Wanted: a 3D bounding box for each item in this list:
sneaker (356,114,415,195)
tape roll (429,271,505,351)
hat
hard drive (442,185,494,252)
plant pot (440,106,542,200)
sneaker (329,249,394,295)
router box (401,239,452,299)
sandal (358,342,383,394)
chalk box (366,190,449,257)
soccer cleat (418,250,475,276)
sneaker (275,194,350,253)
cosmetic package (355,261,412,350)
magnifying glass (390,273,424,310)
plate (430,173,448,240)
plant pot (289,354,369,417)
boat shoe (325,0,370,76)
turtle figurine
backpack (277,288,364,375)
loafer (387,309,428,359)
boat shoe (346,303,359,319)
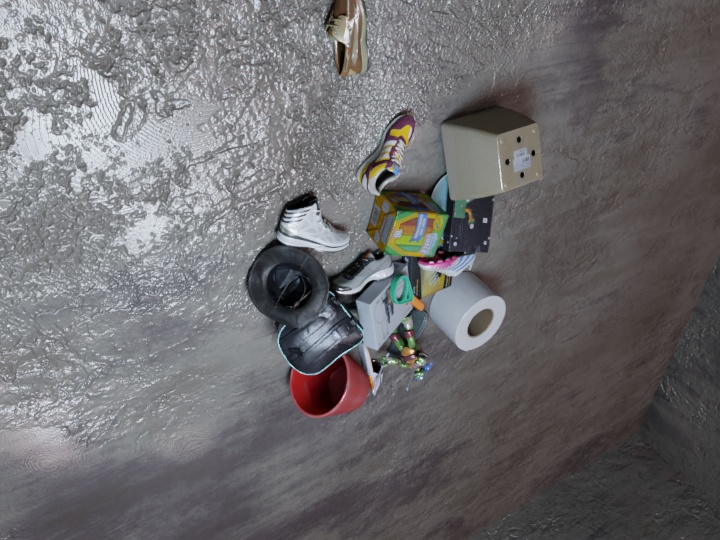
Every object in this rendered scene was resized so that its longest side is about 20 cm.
[{"bbox_3d":[0.077,-0.268,1.411,0.074,0.090,0.202,24,106,-45],"label":"sneaker"},{"bbox_3d":[0.333,0.125,1.865,0.200,0.139,0.206,-20,132,-23],"label":"tape roll"},{"bbox_3d":[-0.166,0.031,1.435,0.202,0.199,0.081,-54,179,11],"label":"hat"},{"bbox_3d":[0.294,-0.152,1.618,0.137,0.038,0.205,0,99,-28],"label":"hard drive"},{"bbox_3d":[0.340,-0.289,1.491,0.197,0.176,0.204,-20,111,-23],"label":"plant pot"},{"bbox_3d":[0.000,0.000,1.577,0.198,0.074,0.081,-27,126,-26],"label":"sneaker"},{"bbox_3d":[0.193,-0.021,1.712,0.155,0.052,0.203,-22,132,-24],"label":"router box"},{"bbox_3d":[0.040,0.295,1.813,0.058,0.079,0.210,-20,130,-14],"label":"sandal"},{"bbox_3d":[0.136,-0.118,1.524,0.196,0.124,0.127,1,121,-27],"label":"chalk box"},{"bbox_3d":[0.243,-0.014,1.662,0.197,0.070,0.088,-14,123,-30],"label":"soccer cleat"},{"bbox_3d":[-0.094,-0.112,1.409,0.197,0.076,0.117,4,121,-36],"label":"sneaker"},{"bbox_3d":[0.069,0.094,1.633,0.200,0.051,0.153,-44,138,-41],"label":"cosmetic package"},{"bbox_3d":[0.133,0.071,1.659,0.200,0.022,0.081,39,67,-57],"label":"magnifying glass"},{"bbox_3d":[0.265,-0.175,1.636,0.196,0.025,0.205,-7,105,-27],"label":"plate"},{"bbox_3d":[-0.074,0.315,1.676,0.201,0.200,0.177,-49,148,6],"label":"plant pot"},{"bbox_3d":[-0.030,-0.478,1.185,0.073,0.076,0.203,-25,133,-15],"label":"boat shoe"},{"bbox_3d":[0.117,0.242,1.734,0.197,0.144,0.198,-18,91,-20],"label":"turtle figurine"},{"bbox_3d":[-0.115,0.156,1.521,0.200,0.153,0.177,-42,107,-8],"label":"backpack"},{"bbox_3d":[0.151,0.196,1.846,0.062,0.072,0.202,-8,135,-57],"label":"loafer"},{"bbox_3d":[-0.039,0.138,1.649,0.197,0.063,0.072,-10,129,-30],"label":"boat shoe"}]
